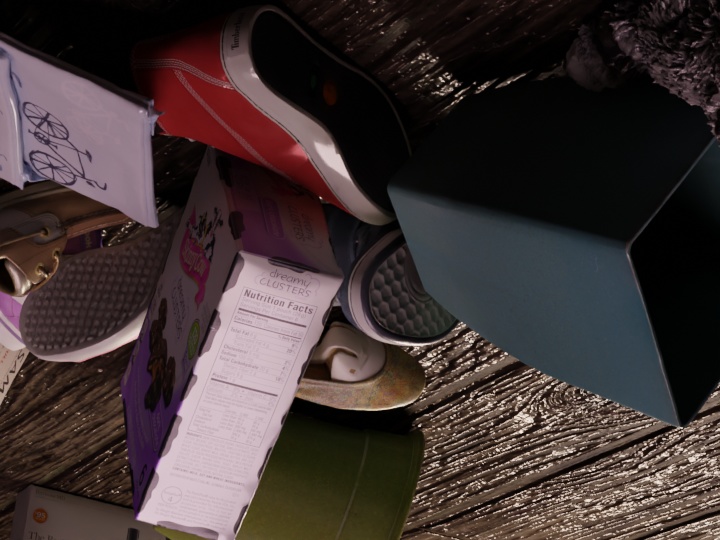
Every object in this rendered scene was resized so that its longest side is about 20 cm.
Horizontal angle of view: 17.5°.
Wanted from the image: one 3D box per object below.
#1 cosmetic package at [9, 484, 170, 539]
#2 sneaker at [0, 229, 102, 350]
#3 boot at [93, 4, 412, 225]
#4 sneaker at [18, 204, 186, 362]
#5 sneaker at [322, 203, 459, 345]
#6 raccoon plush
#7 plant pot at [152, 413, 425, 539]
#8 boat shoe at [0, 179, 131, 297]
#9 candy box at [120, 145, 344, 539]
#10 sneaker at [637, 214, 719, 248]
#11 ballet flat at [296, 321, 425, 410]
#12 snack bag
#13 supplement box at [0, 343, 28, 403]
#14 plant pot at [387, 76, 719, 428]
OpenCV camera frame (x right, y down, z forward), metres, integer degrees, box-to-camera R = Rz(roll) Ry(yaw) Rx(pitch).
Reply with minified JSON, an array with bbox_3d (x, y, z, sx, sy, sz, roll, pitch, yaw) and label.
[{"bbox_3d":[-0.249,0.278,2.328,0.199,0.083,0.051,16,154,-23],"label":"cosmetic package"},{"bbox_3d":[-0.246,-0.026,1.636,0.114,0.073,0.200,-22,145,17],"label":"sneaker"},{"bbox_3d":[-0.067,-0.087,1.420,0.143,0.073,0.200,-7,147,34],"label":"boot"},{"bbox_3d":[-0.133,0.017,1.622,0.199,0.076,0.105,-28,151,16],"label":"sneaker"},{"bbox_3d":[0.001,0.001,1.506,0.145,0.078,0.202,-3,-168,29],"label":"sneaker"},{"bbox_3d":[0.187,-0.089,1.249,0.096,0.135,0.200,13,157,-19],"label":"raccoon plush"},{"bbox_3d":[-0.070,0.196,1.975,0.189,0.201,0.200,21,156,-6],"label":"plant pot"},{"bbox_3d":[-0.236,-0.014,1.552,0.199,0.067,0.074,-15,169,-24],"label":"boat shoe"},{"bbox_3d":[-0.086,0.039,1.481,0.071,0.168,0.201,15,115,-17],"label":"candy box"},{"bbox_3d":[0.186,-0.043,1.445,0.082,0.072,0.199,25,151,-35],"label":"sneaker"},{"bbox_3d":[-0.042,0.062,1.778,0.198,0.071,0.071,10,158,-7],"label":"ballet flat"},{"bbox_3d":[-0.210,-0.095,1.422,0.199,0.022,0.189,25,158,6],"label":"snack bag"},{"bbox_3d":[-0.347,0.033,1.729,0.125,0.074,0.200,20,164,24],"label":"supplement box"},{"bbox_3d":[0.125,-0.027,1.361,0.199,0.141,0.142,15,141,37],"label":"plant pot"}]
